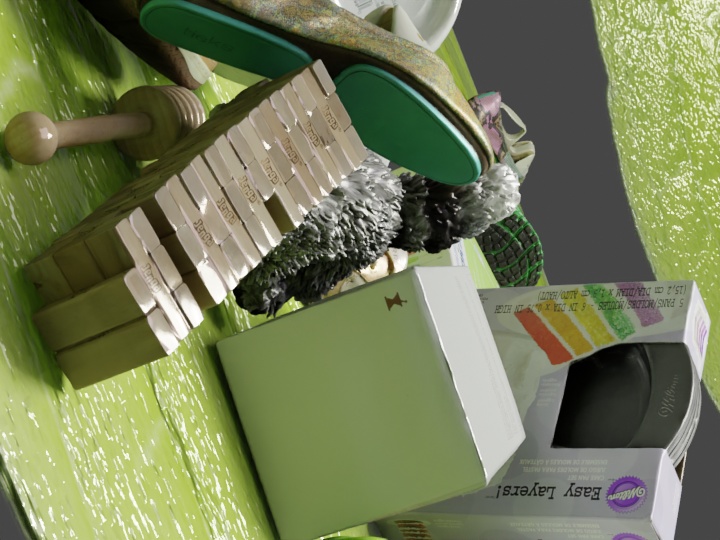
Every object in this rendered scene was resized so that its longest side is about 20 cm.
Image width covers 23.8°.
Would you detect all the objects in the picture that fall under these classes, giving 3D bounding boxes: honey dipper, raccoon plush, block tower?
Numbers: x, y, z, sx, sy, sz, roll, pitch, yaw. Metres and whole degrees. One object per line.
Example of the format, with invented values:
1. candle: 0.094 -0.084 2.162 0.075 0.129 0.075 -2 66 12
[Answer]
1. honey dipper: -0.117 -0.067 0.792 0.200 0.038 0.038 -27 96 -77
2. raccoon plush: -0.010 -0.053 0.886 0.134 0.199 0.097 106 -40 -74
3. block tower: -0.064 -0.028 0.735 0.054 0.058 0.200 61 34 -15

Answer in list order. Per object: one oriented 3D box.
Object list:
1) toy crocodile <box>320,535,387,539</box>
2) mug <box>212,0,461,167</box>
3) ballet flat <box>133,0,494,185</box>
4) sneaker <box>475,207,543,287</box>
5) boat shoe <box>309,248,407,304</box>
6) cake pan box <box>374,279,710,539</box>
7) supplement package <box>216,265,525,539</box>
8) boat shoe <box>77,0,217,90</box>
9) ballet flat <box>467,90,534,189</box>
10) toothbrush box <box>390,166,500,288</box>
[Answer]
1. toy crocodile: 0.016 0.193 0.896 0.200 0.061 0.068 58 15 -47
2. mug: -0.019 -0.146 0.989 0.175 0.147 0.202 24 -56 61
3. ballet flat: -0.013 -0.111 0.833 0.199 0.071 0.071 25 29 -18
4. sneaker: 0.163 -0.067 2.050 0.085 0.077 0.201 -68 136 -75
5. boat shoe: 0.000 0.000 1.149 0.200 0.069 0.074 57 16 -49
6. cake pan box: 0.120 0.094 1.096 0.052 0.198 0.185 57 41 -44
7. supplement package: 0.013 0.069 0.960 0.200 0.116 0.118 0 71 -79
8. boat shoe: -0.112 -0.168 0.839 0.071 0.076 0.200 29 -14 32
9. ballet flat: 0.221 -0.192 2.586 0.069 0.071 0.201 -100 165 -49
10. toothbrush box: 0.065 0.035 1.362 0.146 0.085 0.201 -98 164 -49
